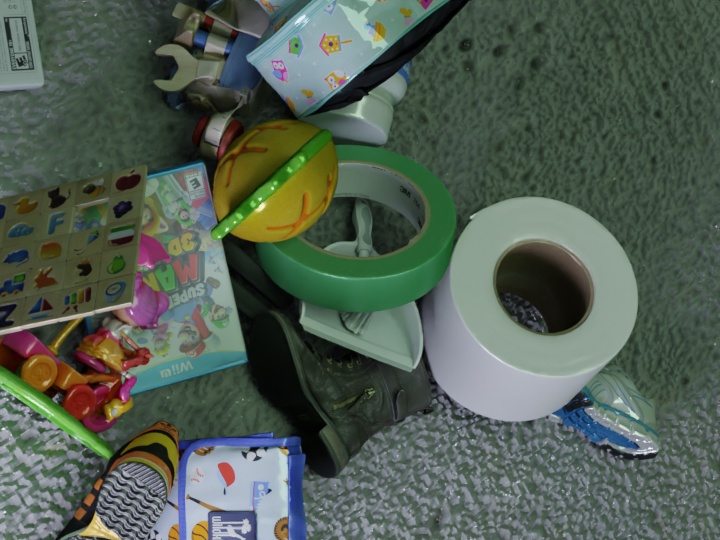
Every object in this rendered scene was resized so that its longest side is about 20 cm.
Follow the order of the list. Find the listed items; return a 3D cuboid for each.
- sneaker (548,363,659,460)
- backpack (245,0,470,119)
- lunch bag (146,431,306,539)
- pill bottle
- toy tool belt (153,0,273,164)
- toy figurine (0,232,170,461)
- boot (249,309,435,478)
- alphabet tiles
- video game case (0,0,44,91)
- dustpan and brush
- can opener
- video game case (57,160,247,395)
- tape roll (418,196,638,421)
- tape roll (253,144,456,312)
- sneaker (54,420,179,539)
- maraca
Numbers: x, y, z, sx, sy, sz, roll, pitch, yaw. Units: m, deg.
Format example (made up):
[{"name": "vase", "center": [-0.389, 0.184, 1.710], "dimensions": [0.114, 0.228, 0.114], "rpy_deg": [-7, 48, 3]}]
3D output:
[{"name": "sneaker", "center": [0.258, 0.135, 1.800], "dimensions": [0.200, 0.075, 0.087], "rpy_deg": [34, 52, -27]}, {"name": "backpack", "center": [-0.012, -0.239, 1.486], "dimensions": [0.153, 0.176, 0.200], "rpy_deg": [47, 55, -12]}, {"name": "lunch bag", "center": [-0.121, 0.234, 1.449], "dimensions": [0.124, 0.200, 0.170], "rpy_deg": [5, 80, -40]}, {"name": "pill bottle", "center": [0.001, -0.236, 1.662], "dimensions": [0.114, 0.114, 0.200], "rpy_deg": [20, 72, -28]}, {"name": "toy tool belt", "center": [-0.147, -0.203, 1.578], "dimensions": [0.123, 0.125, 0.200], "rpy_deg": [21, 64, 8]}, {"name": "toy figurine", "center": [-0.231, 0.052, 1.434], "dimensions": [0.184, 0.150, 0.200], "rpy_deg": [-55, 134, -12]}, {"name": "boot", "center": [-0.014, 0.096, 1.629], "dimensions": [0.174, 0.069, 0.200], "rpy_deg": [-37, 112, -38]}, {"name": "alphabet tiles", "center": [-0.285, -0.012, 1.398], "dimensions": [0.008, 0.200, 0.167], "rpy_deg": [66, 17, -45]}, {"name": "video game case", "center": [-0.393, -0.260, 1.471], "dimensions": [0.182, 0.024, 0.200], "rpy_deg": [-8, 87, -33]}, {"name": "dustpan and brush", "center": [0.000, 0.000, 1.632], "dimensions": [0.139, 0.057, 0.200], "rpy_deg": [23, 30, -23]}, {"name": "can opener", "center": [-0.151, -0.017, 1.568], "dimensions": [0.200, 0.067, 0.053], "rpy_deg": [42, 84, -34]}, {"name": "video game case", "center": [-0.194, 0.010, 1.503], "dimensions": [0.143, 0.018, 0.200], "rpy_deg": [-15, 105, -16]}, {"name": "tape roll", "center": [0.171, 0.042, 1.671], "dimensions": [0.202, 0.139, 0.203], "rpy_deg": [5, 65, -11]}, {"name": "tape roll", "center": [-0.006, -0.045, 1.591], "dimensions": [0.200, 0.048, 0.201], "rpy_deg": [3, 43, -3]}, {"name": "sneaker", "center": [-0.214, 0.215, 1.428], "dimensions": [0.070, 0.200, 0.090], "rpy_deg": [33, 34, -6]}, {"name": "maraca", "center": [-0.082, -0.079, 1.476], "dimensions": [0.107, 0.200, 0.137], "rpy_deg": [45, 103, -4]}]
